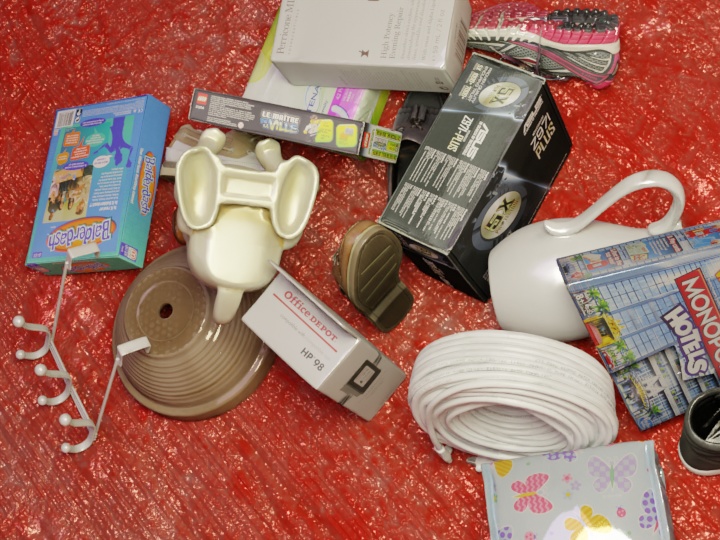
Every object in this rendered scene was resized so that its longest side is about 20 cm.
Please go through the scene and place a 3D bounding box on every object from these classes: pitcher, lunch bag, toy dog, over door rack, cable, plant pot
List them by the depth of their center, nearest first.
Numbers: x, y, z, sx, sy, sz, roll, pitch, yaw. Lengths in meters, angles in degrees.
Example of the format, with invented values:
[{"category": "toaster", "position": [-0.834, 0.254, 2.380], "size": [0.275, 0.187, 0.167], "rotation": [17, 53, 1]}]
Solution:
[{"category": "lunch bag", "position": [0.207, 0.273, 1.214], "size": [0.169, 0.127, 0.201], "rotation": [-12, 60, 13]}, {"category": "cable", "position": [0.144, 0.124, 1.246], "size": [0.199, 0.200, 0.069], "rotation": [-1, 59, 25]}, {"category": "pitcher", "position": [0.224, -0.015, 1.284], "size": [0.199, 0.172, 0.121], "rotation": [-10, 36, 15]}, {"category": "toy dog", "position": [-0.126, -0.050, 1.372], "size": [0.139, 0.200, 0.195], "rotation": [-4, 98, -12]}, {"category": "over door rack", "position": [-0.316, 0.088, 1.442], "size": [0.148, 0.066, 0.200], "rotation": [57, 134, 25]}, {"category": "plant pot", "position": [-0.194, 0.056, 1.446], "size": [0.200, 0.093, 0.202], "rotation": [-7, 69, 18]}]

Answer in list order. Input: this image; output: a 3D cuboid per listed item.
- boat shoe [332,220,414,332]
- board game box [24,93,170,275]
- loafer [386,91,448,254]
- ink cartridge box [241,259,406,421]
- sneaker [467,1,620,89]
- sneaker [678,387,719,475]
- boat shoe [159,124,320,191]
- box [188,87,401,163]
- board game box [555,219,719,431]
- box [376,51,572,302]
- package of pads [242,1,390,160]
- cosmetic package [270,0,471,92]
[{"category": "boat shoe", "position": [0.000, 0.000, 1.336], "size": [0.072, 0.200, 0.068], "rotation": [-44, 66, -14]}, {"category": "board game box", "position": [-0.307, -0.098, 1.547], "size": [0.152, 0.045, 0.201], "rotation": [-3, 70, 33]}, {"category": "loafer", "position": [0.063, -0.119, 1.431], "size": [0.072, 0.063, 0.201], "rotation": [1, 72, 19]}, {"category": "ink cartridge box", "position": [-0.041, 0.073, 1.326], "size": [0.116, 0.200, 0.067], "rotation": [40, 89, 26]}, {"category": "sneaker", "position": [0.183, -0.241, 1.430], "size": [0.200, 0.075, 0.081], "rotation": [15, 37, 34]}, {"category": "sneaker", "position": [0.385, 0.129, 1.214], "size": [0.199, 0.099, 0.071], "rotation": [-23, 64, 9]}, {"category": "boat shoe", "position": [-0.135, -0.127, 1.498], "size": [0.199, 0.075, 0.069], "rotation": [8, 80, 23]}, {"category": "box", "position": [-0.068, -0.153, 1.398], "size": [0.199, 0.110, 0.035], "rotation": [14, 95, 22]}, {"category": "board game box", "position": [0.313, 0.038, 1.223], "size": [0.199, 0.200, 0.062], "rotation": [-26, 23, 10]}, {"category": "box", "position": [0.122, -0.091, 1.346], "size": [0.086, 0.164, 0.200], "rotation": [26, 81, 25]}, {"category": "package of pads", "position": [-0.038, -0.238, 1.506], "size": [0.154, 0.068, 0.201], "rotation": [15, 77, 23]}, {"category": "cosmetic package", "position": [0.012, -0.252, 1.415], "size": [0.199, 0.074, 0.102], "rotation": [5, 76, 19]}]
